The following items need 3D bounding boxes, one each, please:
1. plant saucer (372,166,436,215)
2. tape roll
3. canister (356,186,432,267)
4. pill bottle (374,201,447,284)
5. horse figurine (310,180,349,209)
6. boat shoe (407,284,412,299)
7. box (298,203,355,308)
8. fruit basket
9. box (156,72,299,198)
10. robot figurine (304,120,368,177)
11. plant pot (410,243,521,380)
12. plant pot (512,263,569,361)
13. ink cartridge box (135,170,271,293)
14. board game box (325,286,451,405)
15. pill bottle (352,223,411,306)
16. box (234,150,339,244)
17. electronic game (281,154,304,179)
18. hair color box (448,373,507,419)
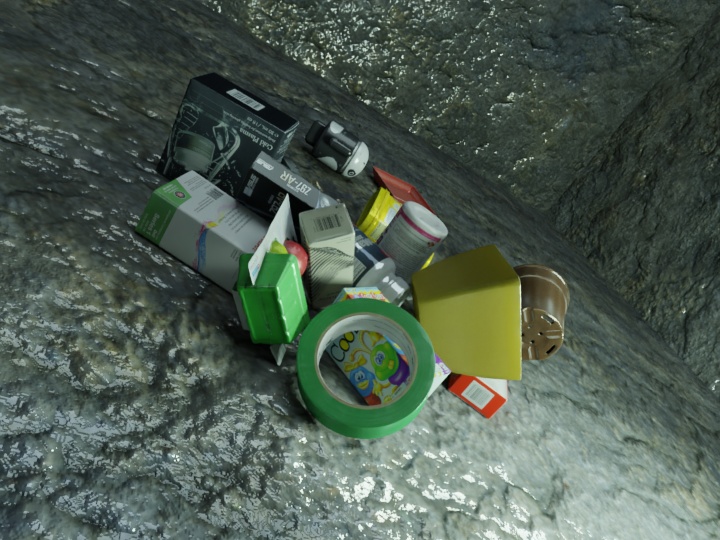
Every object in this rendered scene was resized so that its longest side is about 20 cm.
[{"bbox_3d":[0.140,-0.255,1.940,0.199,0.037,0.200,20,28,-36],"label":"plant saucer"},{"bbox_3d":[0.007,0.137,0.829,0.198,0.048,0.202,2,55,-3],"label":"tape roll"},{"bbox_3d":[0.097,-0.100,1.474,0.199,0.087,0.149,34,48,-11],"label":"canister"},{"bbox_3d":[0.084,-0.037,1.223,0.113,0.201,0.114,30,23,-14],"label":"pill bottle"},{"bbox_3d":[-0.071,-0.152,1.403,0.133,0.050,0.200,49,8,-25],"label":"horse figurine"},{"bbox_3d":[0.113,0.033,1.307,0.073,0.066,0.200,13,11,-29],"label":"boat shoe"},{"bbox_3d":[-0.057,-0.019,0.980,0.082,0.201,0.069,-15,58,-10],"label":"box"},{"bbox_3d":[-0.126,0.010,0.877,0.093,0.186,0.201,-4,35,6],"label":"fruit basket"},{"bbox_3d":[-0.257,-0.244,1.123,0.199,0.197,0.124,29,25,-5],"label":"box"},{"bbox_3d":[-0.072,-0.370,1.750,0.199,0.125,0.151,32,40,-9],"label":"robot figurine"},{"bbox_3d":[0.191,0.081,1.090,0.175,0.202,0.200,-6,20,2],"label":"plant pot"},{"bbox_3d":[0.436,0.114,1.472,0.200,0.201,0.198,35,30,-2],"label":"plant pot"},{"bbox_3d":[-0.243,-0.064,0.959,0.199,0.084,0.145,34,23,-6],"label":"ink cartridge box"},{"bbox_3d":[0.032,0.133,0.949,0.200,0.103,0.105,48,25,25],"label":"board game box"},{"bbox_3d":[0.000,0.000,1.141,0.200,0.120,0.119,43,24,16],"label":"pill bottle"},{"bbox_3d":[-0.146,-0.101,1.030,0.160,0.200,0.044,33,55,-9],"label":"box"},{"bbox_3d":[-0.136,-0.169,1.261,0.201,0.041,0.200,59,-5,9],"label":"electronic game"},{"bbox_3d":[0.241,0.202,1.171,0.101,0.061,0.200,36,24,0],"label":"hair color box"}]
